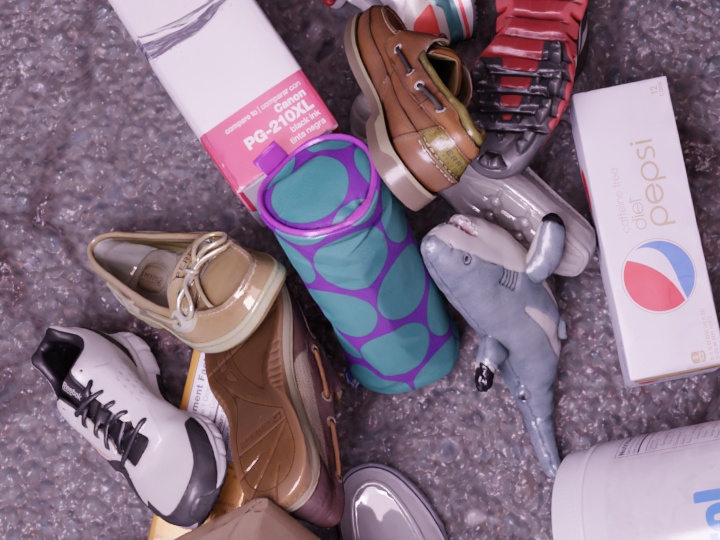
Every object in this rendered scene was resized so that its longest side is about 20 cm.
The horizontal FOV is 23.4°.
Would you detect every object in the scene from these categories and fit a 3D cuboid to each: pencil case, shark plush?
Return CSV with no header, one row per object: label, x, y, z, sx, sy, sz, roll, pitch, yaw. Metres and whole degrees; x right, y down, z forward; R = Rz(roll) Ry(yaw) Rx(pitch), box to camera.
pencil case,0.000,0.000,1.132,0.085,0.200,0.092,-43,52,-13
shark plush,0.089,0.048,1.164,0.090,0.083,0.201,9,125,31

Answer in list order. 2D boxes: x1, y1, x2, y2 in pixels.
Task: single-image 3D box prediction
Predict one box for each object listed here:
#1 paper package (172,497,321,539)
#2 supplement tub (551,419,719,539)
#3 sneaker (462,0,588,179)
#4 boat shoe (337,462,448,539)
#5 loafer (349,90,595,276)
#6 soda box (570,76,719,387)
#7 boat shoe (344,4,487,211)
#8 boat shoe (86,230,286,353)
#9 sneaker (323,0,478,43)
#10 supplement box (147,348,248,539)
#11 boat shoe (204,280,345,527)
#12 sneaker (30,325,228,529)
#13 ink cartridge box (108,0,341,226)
paper package,-0.061,0.257,1.077,0.200,0.104,0.190,43,131,-21
supplement tub,0.236,0.159,1.094,0.199,0.132,0.133,-16,81,28
sneaker,0.115,-0.134,1.177,0.070,0.098,0.201,9,60,12
boat shoe,0.034,0.225,1.169,0.071,0.066,0.201,-18,82,3
loafer,0.085,-0.072,1.197,0.200,0.070,0.070,38,57,11
soda box,0.195,-0.025,1.187,0.068,0.064,0.201,-11,83,4
boat shoe,0.041,-0.116,1.113,0.068,0.072,0.201,-36,37,18
boat shoe,-0.119,0.004,1.148,0.063,0.200,0.073,36,78,-28
sneaker,0.004,-0.237,1.226,0.093,0.070,0.201,-27,84,-4
supplement box,-0.098,0.144,1.192,0.068,0.067,0.201,14,84,10
boat shoe,-0.047,0.079,1.121,0.072,0.072,0.201,-39,43,21
sneaker,-0.157,0.102,1.147,0.200,0.080,0.074,41,105,46
ink cartridge box,-0.095,-0.143,1.186,0.084,0.145,0.201,-33,81,-1
